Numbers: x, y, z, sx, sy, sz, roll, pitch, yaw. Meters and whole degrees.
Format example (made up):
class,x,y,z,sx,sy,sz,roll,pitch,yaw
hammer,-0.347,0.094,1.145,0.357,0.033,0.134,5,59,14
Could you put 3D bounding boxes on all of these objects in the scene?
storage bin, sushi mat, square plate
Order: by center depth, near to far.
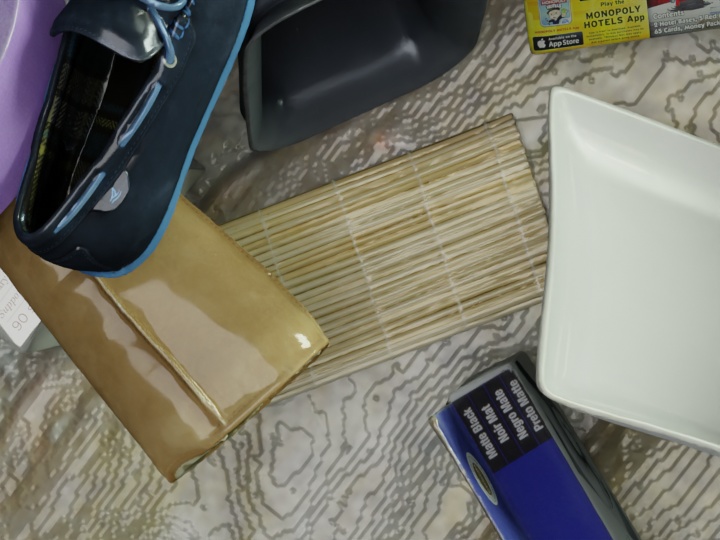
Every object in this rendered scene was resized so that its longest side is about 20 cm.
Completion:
class,x,y,z,sx,sy,sz,roll,pitch,yaw
square plate,0.169,0.019,1.156,0.197,0.200,0.028,20,134,-13
storage bin,-0.016,-0.164,1.177,0.145,0.200,0.135,-25,79,-7
sushi mat,0.000,0.000,1.268,0.199,0.012,0.096,-21,90,7

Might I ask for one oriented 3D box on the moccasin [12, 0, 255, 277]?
class,x,y,z,sx,sy,sz,roll,pitch,yaw
moccasin,-0.094,-0.095,1.064,0.080,0.068,0.201,13,91,37

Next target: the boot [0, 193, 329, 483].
class,x,y,z,sx,sy,sz,roll,pitch,yaw
boot,-0.143,0.017,1.144,0.175,0.066,0.200,-42,89,6

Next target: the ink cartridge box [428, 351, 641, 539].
class,x,y,z,sx,sy,sz,roll,pitch,yaw
ink cartridge box,0.106,0.133,1.165,0.041,0.200,0.200,-31,89,7

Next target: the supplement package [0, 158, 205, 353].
class,x,y,z,sx,sy,sz,roll,pitch,yaw
supplement package,-0.196,-0.067,1.237,0.200,0.117,0.117,38,96,5

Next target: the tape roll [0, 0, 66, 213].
class,x,y,z,sx,sy,sz,roll,pitch,yaw
tape roll,-0.230,-0.093,1.106,0.199,0.066,0.201,-7,63,14

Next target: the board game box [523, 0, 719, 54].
class,x,y,z,sx,sy,sz,roll,pitch,yaw
board game box,0.164,-0.216,1.170,0.199,0.062,0.201,-8,115,1
